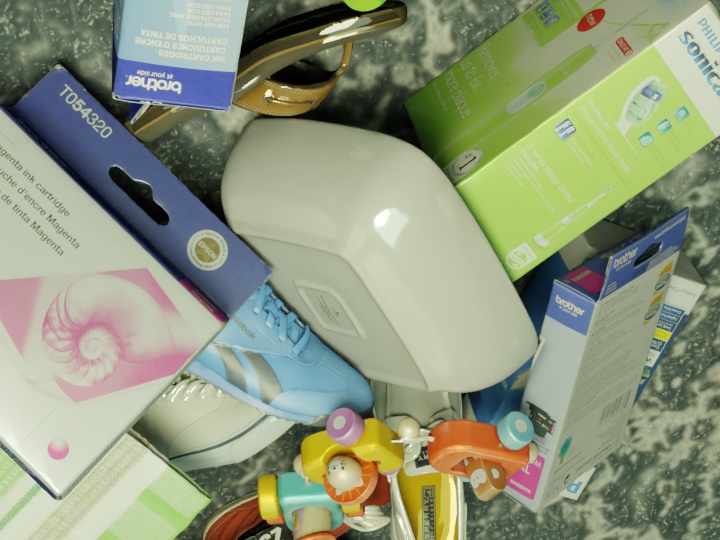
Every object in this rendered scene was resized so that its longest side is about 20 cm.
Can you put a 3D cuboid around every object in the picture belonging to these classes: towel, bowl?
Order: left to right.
[{"bbox_3d":[-0.215,0.134,1.072,0.149,0.031,0.200,-43,110,11],"label":"towel"},{"bbox_3d":[0.000,0.000,1.073,0.075,0.199,0.201,-48,126,-24],"label":"bowl"}]

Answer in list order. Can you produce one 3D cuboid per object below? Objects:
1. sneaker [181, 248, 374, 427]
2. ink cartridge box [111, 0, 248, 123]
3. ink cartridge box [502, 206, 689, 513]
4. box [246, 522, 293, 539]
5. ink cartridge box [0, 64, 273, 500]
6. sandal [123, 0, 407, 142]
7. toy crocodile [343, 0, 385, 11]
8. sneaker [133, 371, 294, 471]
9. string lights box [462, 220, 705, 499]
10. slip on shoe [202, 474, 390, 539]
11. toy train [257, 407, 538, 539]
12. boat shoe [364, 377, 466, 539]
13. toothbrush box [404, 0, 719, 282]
[{"bbox_3d":[-0.075,0.034,1.075,0.199,0.066,0.079,26,110,-1],"label":"sneaker"},{"bbox_3d":[-0.105,-0.186,0.986,0.076,0.137,0.202,5,119,-10],"label":"ink cartridge box"},{"bbox_3d":[0.158,0.054,1.120,0.119,0.042,0.201,-26,138,-48],"label":"ink cartridge box"},{"bbox_3d":[-0.073,0.263,1.250,0.159,0.050,0.200,-29,150,11],"label":"box"},{"bbox_3d":[-0.185,0.000,1.011,0.196,0.043,0.200,43,74,-1],"label":"ink cartridge box"},{"bbox_3d":[-0.057,-0.121,1.061,0.199,0.082,0.055,-25,107,9],"label":"sandal"},{"bbox_3d":[0.025,-0.206,1.024,0.198,0.068,0.062,-11,126,-18],"label":"toy crocodile"},{"bbox_3d":[-0.119,0.097,1.163,0.199,0.073,0.071,-24,122,25],"label":"sneaker"},{"bbox_3d":[0.156,0.064,1.221,0.102,0.059,0.201,17,116,-20],"label":"string lights box"},{"bbox_3d":[-0.028,0.178,1.254,0.199,0.061,0.074,-29,118,5],"label":"slip on shoe"},{"bbox_3d":[0.019,0.149,1.095,0.149,0.056,0.200,17,143,-30],"label":"toy train"},{"bbox_3d":[0.046,0.128,1.199,0.070,0.070,0.202,-5,97,-11],"label":"boat shoe"},{"bbox_3d":[0.140,-0.110,1.068,0.199,0.146,0.086,-34,119,11],"label":"toothbrush box"}]
